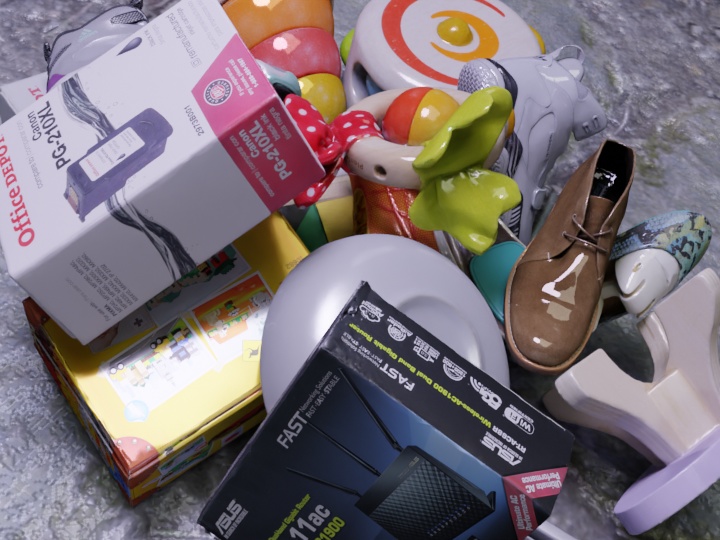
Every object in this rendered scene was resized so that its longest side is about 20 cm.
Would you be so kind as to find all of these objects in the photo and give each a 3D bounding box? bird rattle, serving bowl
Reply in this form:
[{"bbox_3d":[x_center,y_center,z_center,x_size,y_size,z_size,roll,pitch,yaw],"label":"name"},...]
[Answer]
[{"bbox_3d":[0.032,-0.090,0.801,0.197,0.115,0.163,7,31,31],"label":"bird rattle"},{"bbox_3d":[0.031,0.067,0.732,0.197,0.065,0.204,11,70,-31],"label":"serving bowl"}]

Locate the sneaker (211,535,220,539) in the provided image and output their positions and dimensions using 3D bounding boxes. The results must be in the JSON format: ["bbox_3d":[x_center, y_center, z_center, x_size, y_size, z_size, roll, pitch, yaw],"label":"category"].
[{"bbox_3d":[-0.090,0.231,0.674,0.072,0.071,0.202,13,49,-3],"label":"sneaker"}]

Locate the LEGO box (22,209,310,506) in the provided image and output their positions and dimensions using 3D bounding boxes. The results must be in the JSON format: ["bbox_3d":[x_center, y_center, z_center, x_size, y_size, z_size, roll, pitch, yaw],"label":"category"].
[{"bbox_3d":[-0.120,0.046,0.779,0.198,0.077,0.150,-31,73,-21],"label":"LEGO box"}]

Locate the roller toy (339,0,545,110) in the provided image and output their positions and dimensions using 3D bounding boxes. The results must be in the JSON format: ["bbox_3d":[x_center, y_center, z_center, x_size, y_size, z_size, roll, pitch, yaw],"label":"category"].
[{"bbox_3d":[0.077,-0.176,1.003,0.196,0.141,0.185,11,50,-6],"label":"roller toy"}]

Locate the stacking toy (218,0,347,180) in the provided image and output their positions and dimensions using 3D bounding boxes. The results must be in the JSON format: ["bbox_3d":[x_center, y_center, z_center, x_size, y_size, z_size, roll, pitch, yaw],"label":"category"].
[{"bbox_3d":[-0.061,-0.159,0.974,0.144,0.147,0.203,-14,68,-24],"label":"stacking toy"}]

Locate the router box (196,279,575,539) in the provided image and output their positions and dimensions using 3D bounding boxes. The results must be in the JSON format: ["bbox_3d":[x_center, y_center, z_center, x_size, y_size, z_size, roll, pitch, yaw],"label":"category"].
[{"bbox_3d":[0.008,0.124,0.624,0.149,0.201,0.062,35,40,0],"label":"router box"}]

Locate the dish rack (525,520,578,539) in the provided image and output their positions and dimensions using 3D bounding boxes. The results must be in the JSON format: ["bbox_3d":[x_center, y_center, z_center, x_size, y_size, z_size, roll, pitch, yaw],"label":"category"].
[{"bbox_3d":[0.066,0.243,0.723,0.170,0.044,0.201,28,50,11],"label":"dish rack"}]

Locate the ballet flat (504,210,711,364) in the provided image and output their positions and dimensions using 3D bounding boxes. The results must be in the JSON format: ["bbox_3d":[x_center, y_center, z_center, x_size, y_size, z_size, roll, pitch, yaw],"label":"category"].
[{"bbox_3d":[0.197,0.022,0.864,0.198,0.074,0.075,-30,51,18],"label":"ballet flat"}]

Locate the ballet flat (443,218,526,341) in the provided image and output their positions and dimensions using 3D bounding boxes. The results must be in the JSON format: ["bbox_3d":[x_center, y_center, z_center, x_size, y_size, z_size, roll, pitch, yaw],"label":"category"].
[{"bbox_3d":[0.098,-0.009,0.870,0.068,0.070,0.202,-12,60,-23],"label":"ballet flat"}]

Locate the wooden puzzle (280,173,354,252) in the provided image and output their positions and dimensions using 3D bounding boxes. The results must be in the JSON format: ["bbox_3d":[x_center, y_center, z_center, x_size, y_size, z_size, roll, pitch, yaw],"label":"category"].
[{"bbox_3d":[0.000,0.000,0.885,0.196,0.037,0.188,-10,67,-23],"label":"wooden puzzle"}]

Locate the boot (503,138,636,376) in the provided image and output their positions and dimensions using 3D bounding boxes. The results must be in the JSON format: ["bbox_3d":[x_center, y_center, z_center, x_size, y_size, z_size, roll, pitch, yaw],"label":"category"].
[{"bbox_3d":[0.159,-0.017,0.800,0.072,0.076,0.202,22,59,6],"label":"boot"}]

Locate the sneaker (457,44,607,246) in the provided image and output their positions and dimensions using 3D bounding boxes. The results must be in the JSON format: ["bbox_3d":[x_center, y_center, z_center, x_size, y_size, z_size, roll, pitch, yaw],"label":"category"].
[{"bbox_3d":[0.151,-0.093,0.915,0.113,0.203,0.075,-18,29,-13],"label":"sneaker"}]

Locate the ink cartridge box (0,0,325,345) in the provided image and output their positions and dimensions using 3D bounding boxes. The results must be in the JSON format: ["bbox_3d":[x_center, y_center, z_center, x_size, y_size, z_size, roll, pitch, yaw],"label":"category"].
[{"bbox_3d":[-0.144,-0.072,0.710,0.198,0.085,0.146,-34,49,1],"label":"ink cartridge box"}]

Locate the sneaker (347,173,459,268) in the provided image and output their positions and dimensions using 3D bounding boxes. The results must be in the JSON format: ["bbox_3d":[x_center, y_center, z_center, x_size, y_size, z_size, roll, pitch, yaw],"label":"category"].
[{"bbox_3d":[0.023,-0.028,0.846,0.076,0.073,0.203,-14,68,-23],"label":"sneaker"}]

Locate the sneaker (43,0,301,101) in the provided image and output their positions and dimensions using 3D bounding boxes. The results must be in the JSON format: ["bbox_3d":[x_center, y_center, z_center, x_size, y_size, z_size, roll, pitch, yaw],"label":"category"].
[{"bbox_3d":[-0.152,-0.168,0.841,0.196,0.078,0.142,-5,52,-19],"label":"sneaker"}]

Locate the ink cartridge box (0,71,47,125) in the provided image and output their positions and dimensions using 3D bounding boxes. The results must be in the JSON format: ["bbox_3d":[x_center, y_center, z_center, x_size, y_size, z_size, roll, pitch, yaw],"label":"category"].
[{"bbox_3d":[-0.180,-0.110,0.893,0.198,0.084,0.145,-25,59,-31],"label":"ink cartridge box"}]

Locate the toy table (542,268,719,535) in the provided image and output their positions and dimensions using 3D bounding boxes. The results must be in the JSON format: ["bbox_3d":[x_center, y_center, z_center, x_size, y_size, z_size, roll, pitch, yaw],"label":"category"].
[{"bbox_3d":[0.229,0.097,0.805,0.118,0.184,0.199,53,30,12],"label":"toy table"}]
